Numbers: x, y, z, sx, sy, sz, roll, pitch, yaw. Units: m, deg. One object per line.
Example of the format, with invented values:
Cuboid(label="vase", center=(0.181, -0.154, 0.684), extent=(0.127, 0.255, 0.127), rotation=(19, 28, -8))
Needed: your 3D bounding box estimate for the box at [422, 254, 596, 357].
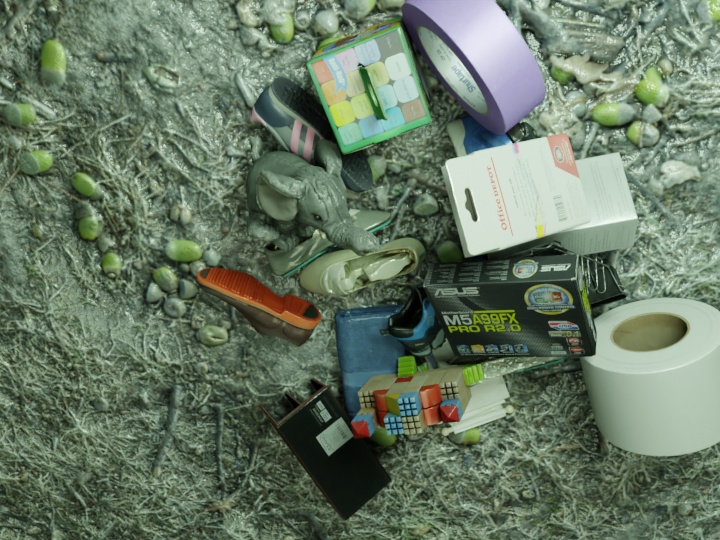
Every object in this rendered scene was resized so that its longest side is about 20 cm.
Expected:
Cuboid(label="box", center=(0.202, 0.053, 1.018), extent=(0.199, 0.044, 0.160), rotation=(-3, 137, 25))

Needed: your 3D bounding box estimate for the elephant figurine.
Cuboid(label="elephant figurine", center=(-0.066, -0.101, 0.996), extent=(0.155, 0.200, 0.142), rotation=(24, 75, -25))

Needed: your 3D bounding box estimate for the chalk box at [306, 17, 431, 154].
Cuboid(label="chalk box", center=(0.014, -0.233, 0.963), extent=(0.124, 0.200, 0.125), rotation=(-18, 110, 12))

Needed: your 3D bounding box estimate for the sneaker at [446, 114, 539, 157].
Cuboid(label="sneaker", center=(0.191, -0.137, 1.003), extent=(0.111, 0.200, 0.077), rotation=(-21, 143, 11))

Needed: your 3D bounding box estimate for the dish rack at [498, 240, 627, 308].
Cuboid(label="dish rack", center=(0.255, 0.018, 1.055), extent=(0.153, 0.055, 0.200), rotation=(-25, 152, 38))

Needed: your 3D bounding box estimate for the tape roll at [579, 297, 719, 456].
Cuboid(label="tape roll", center=(0.424, 0.146, 1.084), extent=(0.202, 0.203, 0.140), rotation=(-15, 111, 11))

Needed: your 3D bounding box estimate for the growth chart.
Cuboid(label="growth chart", center=(0.163, 0.171, 1.217), extent=(0.144, 0.018, 0.201), rotation=(-14, 111, 11))

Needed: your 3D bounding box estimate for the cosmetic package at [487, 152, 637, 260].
Cuboid(label="cosmetic package", center=(0.264, -0.079, 1.044), extent=(0.199, 0.113, 0.081), rotation=(-9, 151, 11))

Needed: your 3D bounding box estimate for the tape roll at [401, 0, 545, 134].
Cuboid(label="tape roll", center=(0.137, -0.265, 0.934), extent=(0.066, 0.200, 0.200), rotation=(-40, 105, 2))

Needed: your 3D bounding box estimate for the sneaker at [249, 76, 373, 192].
Cuboid(label="sneaker", center=(-0.069, -0.178, 1.077), extent=(0.200, 0.070, 0.082), rotation=(46, 130, -14))

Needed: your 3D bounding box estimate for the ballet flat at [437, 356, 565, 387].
Cuboid(label="ballet flat", center=(0.207, 0.134, 1.154), extent=(0.199, 0.072, 0.072), rotation=(-19, 110, 12))

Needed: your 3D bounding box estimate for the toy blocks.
Cuboid(label="toy blocks", center=(0.072, 0.190, 1.100), extent=(0.199, 0.137, 0.100), rotation=(-10, 99, 19))

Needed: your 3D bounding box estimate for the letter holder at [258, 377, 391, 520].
Cuboid(label="letter holder", center=(-0.063, 0.281, 1.250), extent=(0.100, 0.142, 0.200), rotation=(-37, 107, -15))

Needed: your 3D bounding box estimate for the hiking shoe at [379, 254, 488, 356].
Cuboid(label="hiking shoe", center=(0.122, 0.039, 1.112), extent=(0.087, 0.074, 0.200), rotation=(31, 102, -39))

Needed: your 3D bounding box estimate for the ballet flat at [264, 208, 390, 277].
Cuboid(label="ballet flat", center=(-0.053, -0.055, 1.118), extent=(0.199, 0.067, 0.064), rotation=(-26, 100, 14))

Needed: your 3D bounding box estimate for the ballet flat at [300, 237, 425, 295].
Cuboid(label="ballet flat", center=(0.000, 0.000, 1.133), extent=(0.199, 0.070, 0.070), rotation=(-18, 110, 12))

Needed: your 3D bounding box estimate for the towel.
Cuboid(label="towel", center=(0.022, 0.150, 1.205), extent=(0.111, 0.049, 0.201), rotation=(-4, 113, 7))

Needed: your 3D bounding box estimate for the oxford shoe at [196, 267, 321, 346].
Cuboid(label="oxford shoe", center=(-0.165, 0.060, 1.174), extent=(0.199, 0.071, 0.073), rotation=(25, 117, -6))

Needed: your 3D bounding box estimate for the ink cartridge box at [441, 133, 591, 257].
Cuboid(label="ink cartridge box", center=(0.173, -0.087, 0.910), extent=(0.199, 0.067, 0.117), rotation=(-15, 90, -32))
